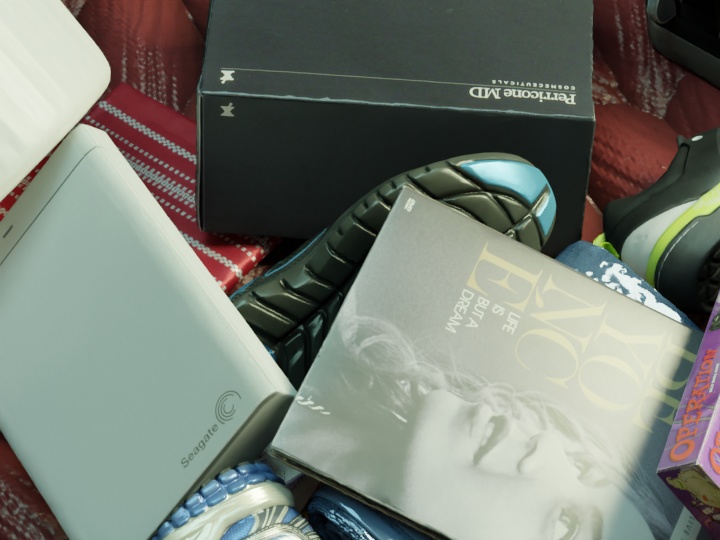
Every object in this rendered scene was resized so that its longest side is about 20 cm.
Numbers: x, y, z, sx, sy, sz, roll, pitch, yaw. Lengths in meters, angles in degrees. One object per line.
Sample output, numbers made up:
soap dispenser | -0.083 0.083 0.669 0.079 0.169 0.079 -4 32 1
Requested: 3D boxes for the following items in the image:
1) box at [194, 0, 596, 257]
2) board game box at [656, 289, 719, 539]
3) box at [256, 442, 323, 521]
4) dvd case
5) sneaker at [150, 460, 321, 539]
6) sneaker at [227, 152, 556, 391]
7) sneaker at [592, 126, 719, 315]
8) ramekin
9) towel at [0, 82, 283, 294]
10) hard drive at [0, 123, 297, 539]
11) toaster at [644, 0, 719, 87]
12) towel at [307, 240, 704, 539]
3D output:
box | 0.020 -0.111 1.509 0.199 0.104 0.182 4 47 2
board game box | 0.204 0.053 1.337 0.032 0.120 0.200 -13 38 39
box | 0.016 0.067 1.406 0.200 0.039 0.041 -31 51 -18
dvd case | 0.078 0.065 1.328 0.200 0.016 0.149 27 64 1
sneaker | -0.090 0.177 1.292 0.200 0.077 0.085 -44 72 -9
sneaker | 0.000 0.000 1.421 0.200 0.073 0.082 -28 9 -2
sneaker | 0.197 -0.059 1.471 0.200 0.072 0.083 -37 49 -24
ramekin | -0.219 -0.072 1.473 0.098 0.200 0.201 45 59 -9
towel | -0.133 -0.007 1.513 0.144 0.023 0.200 29 60 29
hard drive | -0.122 0.041 1.395 0.132 0.027 0.200 -50 52 16
toaster | 0.232 -0.214 1.533 0.119 0.181 0.200 29 59 33
towel | 0.075 0.082 1.356 0.112 0.049 0.200 44 66 9
